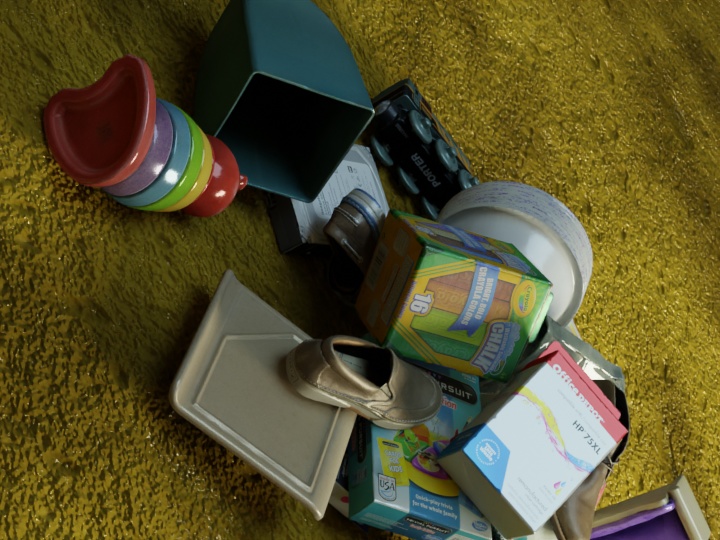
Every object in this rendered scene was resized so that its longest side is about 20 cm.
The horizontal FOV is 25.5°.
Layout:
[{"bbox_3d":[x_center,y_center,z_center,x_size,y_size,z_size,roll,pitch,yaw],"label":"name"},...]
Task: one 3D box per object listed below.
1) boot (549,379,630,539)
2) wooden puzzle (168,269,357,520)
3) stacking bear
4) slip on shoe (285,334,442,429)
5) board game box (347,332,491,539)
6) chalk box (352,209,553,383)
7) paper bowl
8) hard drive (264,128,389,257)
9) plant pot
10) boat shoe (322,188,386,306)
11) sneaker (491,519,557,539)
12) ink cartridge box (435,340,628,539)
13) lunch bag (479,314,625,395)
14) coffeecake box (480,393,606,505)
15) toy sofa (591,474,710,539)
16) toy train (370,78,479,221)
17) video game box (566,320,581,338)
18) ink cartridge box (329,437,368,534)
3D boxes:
[{"bbox_3d":[0.245,0.206,1.708,0.074,0.075,0.201,39,48,-44],"label":"boot"},{"bbox_3d":[-0.089,0.119,1.528,0.200,0.037,0.185,42,38,-18],"label":"wooden puzzle"},{"bbox_3d":[-0.189,-0.108,1.524,0.200,0.121,0.114,25,46,-57],"label":"stacking bear"},{"bbox_3d":[0.018,0.105,1.577,0.200,0.061,0.076,22,48,-38],"label":"slip on shoe"},{"bbox_3d":[0.059,0.179,1.649,0.151,0.047,0.201,22,48,-29],"label":"board game box"},{"bbox_3d":[0.114,0.032,1.682,0.199,0.125,0.124,15,16,-21],"label":"chalk box"},{"bbox_3d":[0.171,0.002,1.899,0.201,0.200,0.104,54,35,-18],"label":"paper bowl"},{"bbox_3d":[-0.036,-0.083,1.803,0.200,0.038,0.140,5,64,-55],"label":"hard drive"},{"bbox_3d":[-0.092,-0.204,1.679,0.141,0.141,0.200,16,41,-27],"label":"plant pot"},{"bbox_3d":[0.000,0.000,1.751,0.072,0.072,0.200,-39,134,-19],"label":"boat shoe"},{"bbox_3d":[0.198,0.304,1.714,0.093,0.070,0.200,-43,117,-20],"label":"sneaker"},{"bbox_3d":[0.189,0.167,1.635,0.116,0.067,0.200,48,64,-2],"label":"ink cartridge box"},{"bbox_3d":[0.187,0.120,1.840,0.164,0.200,0.118,36,41,-38],"label":"lunch bag"},{"bbox_3d":[0.168,0.253,1.779,0.200,0.073,0.154,41,67,-34],"label":"coffeecake box"},{"bbox_3d":[0.305,0.321,1.878,0.083,0.200,0.098,65,24,-1],"label":"toy sofa"},{"bbox_3d":[0.083,-0.148,1.995,0.200,0.085,0.114,48,25,-26],"label":"toy train"},{"bbox_3d":[0.224,0.076,2.081,0.182,0.047,0.201,-24,89,-57],"label":"video game box"},{"bbox_3d":[-0.039,0.176,1.618,0.200,0.037,0.095,46,35,-32],"label":"ink cartridge box"}]
